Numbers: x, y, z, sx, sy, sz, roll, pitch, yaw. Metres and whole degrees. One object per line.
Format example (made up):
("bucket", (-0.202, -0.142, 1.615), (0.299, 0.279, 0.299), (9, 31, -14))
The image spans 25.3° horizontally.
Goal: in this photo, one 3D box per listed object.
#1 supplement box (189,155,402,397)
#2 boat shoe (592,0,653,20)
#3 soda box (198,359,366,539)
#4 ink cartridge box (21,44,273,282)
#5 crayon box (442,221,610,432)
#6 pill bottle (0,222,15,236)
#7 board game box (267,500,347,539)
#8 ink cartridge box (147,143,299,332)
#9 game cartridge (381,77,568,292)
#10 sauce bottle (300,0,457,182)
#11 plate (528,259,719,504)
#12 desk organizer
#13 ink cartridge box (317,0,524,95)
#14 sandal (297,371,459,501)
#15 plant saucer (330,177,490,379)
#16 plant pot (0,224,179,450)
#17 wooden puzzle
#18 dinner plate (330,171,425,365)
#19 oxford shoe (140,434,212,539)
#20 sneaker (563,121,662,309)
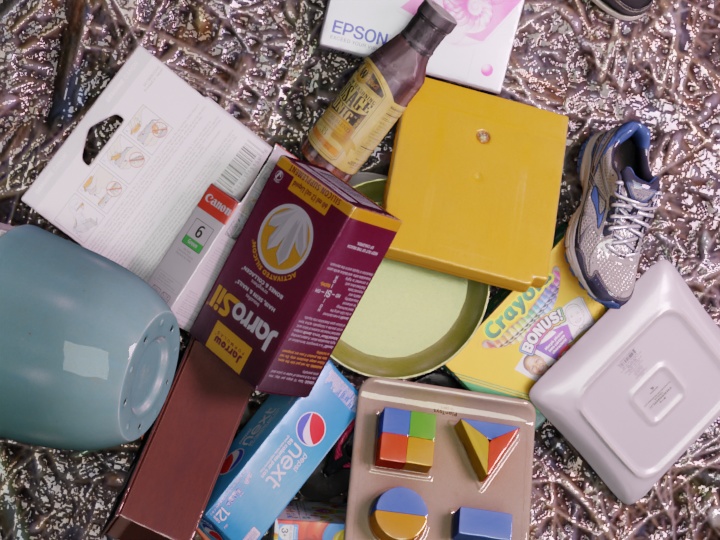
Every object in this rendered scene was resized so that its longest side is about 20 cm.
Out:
("supplement box", (-0.064, 0.007, 1.542), (0.110, 0.085, 0.201), (36, 102, 34))
("boat shoe", (0.238, -0.344, 1.628), (0.072, 0.068, 0.201), (-33, 98, -13))
("soda box", (-0.085, 0.182, 1.592), (0.064, 0.068, 0.200), (48, 67, -20))
("ink cartridge box", (-0.212, -0.094, 1.612), (0.173, 0.044, 0.201), (38, 90, -6))
("crayon box", (0.189, 0.062, 1.653), (0.119, 0.058, 0.200), (44, 89, -7))
("pill bottle", (-0.381, 0.052, 1.569), (0.111, 0.112, 0.202), (16, 92, -6))
("board game box", (0.005, 0.297, 1.626), (0.198, 0.105, 0.104), (4, 93, -5))
("ink cartridge box", (-0.123, -0.030, 1.592), (0.050, 0.109, 0.201), (32, 89, 37))
("game cartridge", (0.113, -0.086, 1.607), (0.175, 0.032, 0.202), (15, 65, -7))
("sauce bottle", (0.019, -0.180, 1.593), (0.066, 0.066, 0.201), (35, 106, -6))
("plate", (0.298, 0.122, 1.646), (0.200, 0.032, 0.200), (-44, 118, -2))
("desk organizer", (-0.172, 0.174, 1.555), (0.076, 0.072, 0.201), (26, 60, -8))
("ink cartridge box", (0.072, -0.299, 1.629), (0.194, 0.043, 0.202), (13, 93, -6))
("sandal", (0.015, 0.168, 1.649), (0.199, 0.045, 0.076), (-31, 96, -3))
("plant saucer", (0.031, 0.008, 1.619), (0.198, 0.031, 0.202), (0, 89, -3))
("plant pot", (-0.264, 0.076, 1.493), (0.160, 0.200, 0.202), (16, 92, 14))
("wooden puzzle", (0.081, 0.211, 1.568), (0.183, 0.046, 0.202), (9, 71, -8))
("dinner plate", (0.000, 0.000, 1.649), (0.198, 0.024, 0.202), (0, 93, -6))
("oxford shoe", (-0.154, 0.214, 1.624), (0.072, 0.071, 0.201), (-32, 96, -8))
("sneaker", (0.256, -0.062, 1.597), (0.076, 0.085, 0.202), (15, 63, -24))
